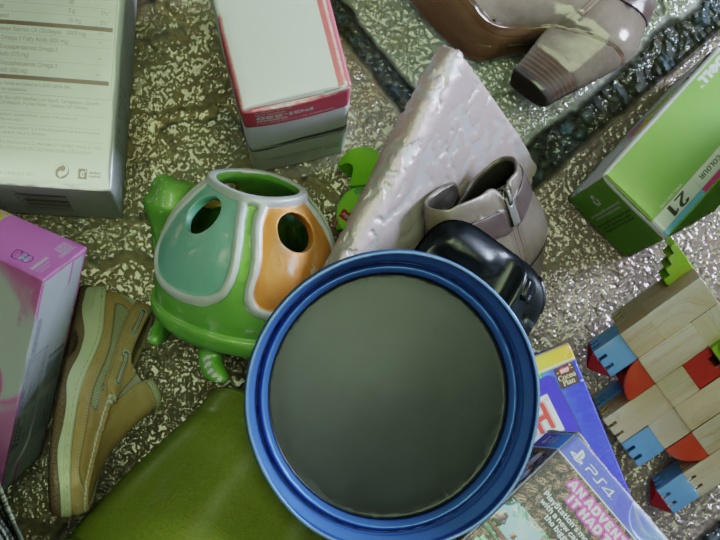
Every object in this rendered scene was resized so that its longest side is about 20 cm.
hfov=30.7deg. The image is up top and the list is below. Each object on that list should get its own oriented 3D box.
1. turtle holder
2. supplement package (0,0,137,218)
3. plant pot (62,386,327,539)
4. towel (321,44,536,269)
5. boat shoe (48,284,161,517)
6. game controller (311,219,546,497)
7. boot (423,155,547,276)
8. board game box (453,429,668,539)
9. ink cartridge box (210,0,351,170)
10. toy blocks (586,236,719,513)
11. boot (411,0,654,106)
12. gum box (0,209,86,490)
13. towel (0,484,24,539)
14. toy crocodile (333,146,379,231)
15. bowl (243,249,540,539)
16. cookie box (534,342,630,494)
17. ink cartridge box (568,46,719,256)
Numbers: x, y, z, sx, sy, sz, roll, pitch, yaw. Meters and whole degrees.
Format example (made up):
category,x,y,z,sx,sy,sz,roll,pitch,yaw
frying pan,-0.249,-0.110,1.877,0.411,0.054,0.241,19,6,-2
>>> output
category,x,y,z,sx,sy,sz,roll,pitch,yaw
turtle holder,-0.089,-0.009,0.994,0.139,0.186,0.133,2,110,-15
supplement package,-0.238,-0.152,1.015,0.116,0.117,0.202,3,81,-5
plant pot,-0.104,0.198,0.954,0.199,0.201,0.194,34,68,0
towel,0.057,-0.040,1.005,0.032,0.191,0.201,20,78,33
boat shoe,-0.185,0.093,0.971,0.075,0.072,0.201,9,49,-10
game controller,0.047,0.066,0.928,0.104,0.042,0.201,33,87,-6
boot,0.071,0.013,0.977,0.200,0.070,0.147,-43,132,-35
board game box,0.123,0.239,0.929,0.200,0.097,0.160,-41,89,-7
ink cartridge box,-0.063,-0.170,0.993,0.084,0.200,0.147,-14,83,-2
toy blocks,0.250,0.096,1.042,0.136,0.100,0.201,-36,102,11
boot,0.143,-0.235,1.090,0.200,0.070,0.146,43,73,1
gum box,-0.281,0.058,0.953,0.113,0.066,0.202,23,116,8
towel,-0.271,0.188,0.899,0.034,0.199,0.194,-32,112,-32
toy crocodile,0.000,0.000,1.044,0.061,0.067,0.202,1,81,31
bowl,0.021,0.087,0.885,0.198,0.039,0.203,0,92,-6
cookie box,0.119,0.181,1.023,0.170,0.075,0.202,-21,84,-7
ink cartridge box,0.258,-0.101,1.015,0.076,0.200,0.148,43,80,2
